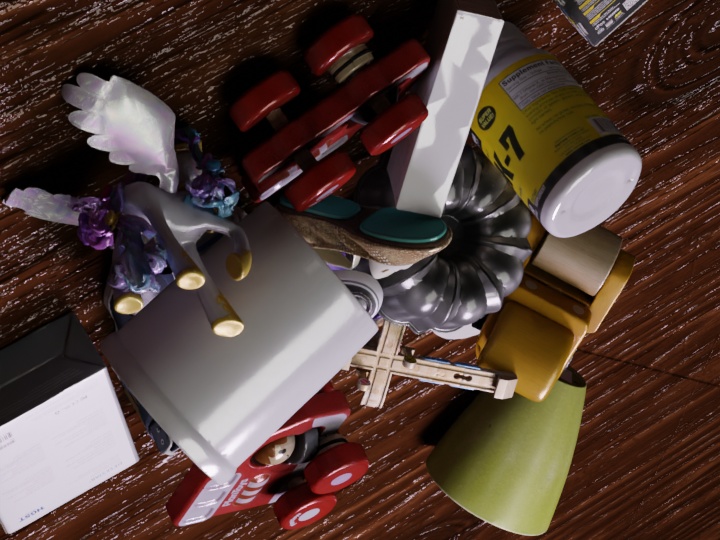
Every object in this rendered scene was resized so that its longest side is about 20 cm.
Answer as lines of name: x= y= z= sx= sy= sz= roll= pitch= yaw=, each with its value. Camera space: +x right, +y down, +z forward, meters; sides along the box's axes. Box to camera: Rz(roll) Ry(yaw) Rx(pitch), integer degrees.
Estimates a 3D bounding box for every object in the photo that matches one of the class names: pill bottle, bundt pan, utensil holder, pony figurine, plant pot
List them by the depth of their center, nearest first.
pony figurine: x=-0.180 y=-0.053 z=1.453 sx=0.192 sy=0.201 sz=0.167 roll=14 pitch=133 yaw=-37
utensil holder: x=-0.107 y=0.061 z=1.555 sx=0.200 sy=0.170 sz=0.170 roll=-43 pitch=152 yaw=-3
pill bottle: x=0.170 y=-0.139 z=1.669 sx=0.113 sy=0.201 sz=0.115 roll=-27 pitch=150 yaw=-17
bundt pan: x=0.087 y=-0.035 z=1.735 sx=0.200 sy=0.204 sz=0.076 roll=-25 pitch=-169 yaw=-20
plant pot: x=0.212 y=0.213 z=2.299 sx=0.186 sy=0.187 sz=0.202 roll=6 pitch=116 yaw=-52

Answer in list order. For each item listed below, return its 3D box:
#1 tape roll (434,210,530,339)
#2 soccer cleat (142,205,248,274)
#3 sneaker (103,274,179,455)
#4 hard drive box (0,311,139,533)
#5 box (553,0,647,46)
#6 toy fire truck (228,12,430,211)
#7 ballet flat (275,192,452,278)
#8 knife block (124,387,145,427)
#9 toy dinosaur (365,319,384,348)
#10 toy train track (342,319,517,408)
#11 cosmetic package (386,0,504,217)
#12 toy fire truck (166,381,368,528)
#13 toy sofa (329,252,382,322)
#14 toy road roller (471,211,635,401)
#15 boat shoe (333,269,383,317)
tape roll: x=0.143 y=-0.015 z=1.963 sx=0.201 sy=0.071 sz=0.203 roll=-28 pitch=150 yaw=-17
soccer cleat: x=-0.131 y=-0.037 z=1.620 sx=0.199 sy=0.070 sz=0.087 roll=-1 pitch=136 yaw=-47
sneaker: x=-0.186 y=0.086 z=1.666 sx=0.076 sy=0.147 sz=0.203 roll=-22 pitch=148 yaw=-20
hard drive box: x=-0.313 y=0.153 z=1.692 sx=0.155 sy=0.077 sz=0.201 roll=-28 pitch=150 yaw=-15
box: x=0.262 y=-0.324 z=1.660 sx=0.200 sy=0.050 sz=0.159 roll=-42 pitch=149 yaw=9
toy fire truck: x=-0.026 y=-0.137 z=1.575 sx=0.199 sy=0.113 sz=0.168 roll=-36 pitch=178 yaw=-3
ballet flat: x=0.005 y=-0.030 z=1.662 sx=0.070 sy=0.198 sz=0.066 roll=-34 pitch=129 yaw=-42
knife block: x=-0.131 y=0.110 z=1.847 sx=0.176 sy=0.064 sz=0.199 roll=-45 pitch=151 yaw=13
toy dinosaur: x=0.023 y=0.033 z=1.893 sx=0.106 sy=0.060 sz=0.200 roll=-42 pitch=-175 yaw=11
toy train track: x=0.066 y=0.107 z=1.785 sx=0.197 sy=0.033 sz=0.116 roll=10 pitch=117 yaw=-10
cosmetic package: x=0.077 y=-0.158 z=1.601 sx=0.050 sy=0.083 sz=0.202 roll=12 pitch=118 yaw=-10
toy fire truck: x=-0.099 y=0.196 z=1.793 sx=0.166 sy=0.113 sz=0.200 roll=-11 pitch=152 yaw=-35
toy sofa: x=0.000 y=0.000 z=1.796 sx=0.199 sy=0.098 sz=0.083 roll=-29 pitch=152 yaw=-12
toy road roller: x=0.196 y=0.046 z=1.849 sx=0.201 sy=0.122 sz=0.146 roll=-63 pitch=-179 yaw=36
boat shoe: x=-0.072 y=0.057 z=1.706 sx=0.198 sy=0.067 sz=0.070 roll=-13 pitch=122 yaw=17
